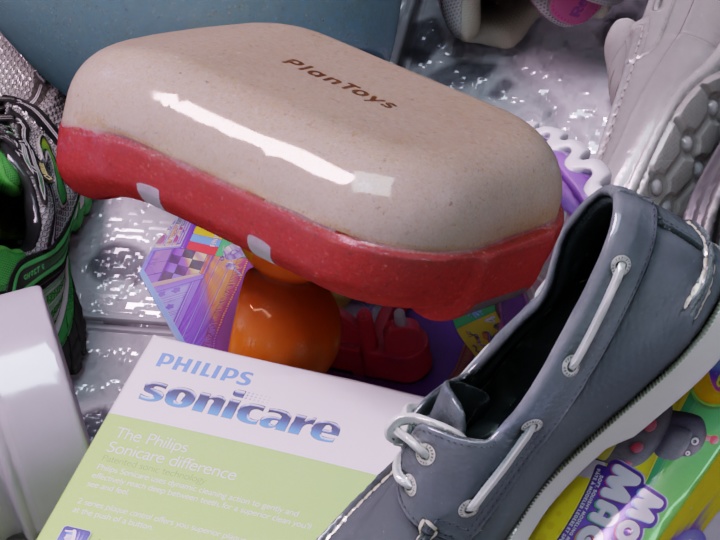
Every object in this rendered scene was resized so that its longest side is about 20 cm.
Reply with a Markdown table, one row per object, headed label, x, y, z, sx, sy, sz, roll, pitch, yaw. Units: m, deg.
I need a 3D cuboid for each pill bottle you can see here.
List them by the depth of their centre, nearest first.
| label | x | y | z | sx | sy | sz | roll | pitch | yaw |
| --- | --- | --- | --- | --- | --- | --- | --- | --- | --- |
| pill bottle | -0.204 | 0.079 | 1.024 | 0.199 | 0.114 | 0.114 | -16 | 46 | -6 |

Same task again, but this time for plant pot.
| label | x | y | z | sx | sy | sz | roll | pitch | yaw |
| --- | --- | --- | --- | --- | --- | --- | --- | --- | --- |
| plant pot | -0.058 | -0.124 | 1.159 | 0.200 | 0.200 | 0.135 | -25 | 73 | -13 |

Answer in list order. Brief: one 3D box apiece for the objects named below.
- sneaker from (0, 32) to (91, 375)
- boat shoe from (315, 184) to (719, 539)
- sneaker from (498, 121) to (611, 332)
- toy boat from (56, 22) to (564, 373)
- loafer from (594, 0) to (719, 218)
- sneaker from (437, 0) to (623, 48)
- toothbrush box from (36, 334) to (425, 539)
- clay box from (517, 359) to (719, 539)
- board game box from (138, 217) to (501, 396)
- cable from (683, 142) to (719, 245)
| label | x | y | z | sx | sy | sz | roll | pitch | yaw |
| --- | --- | --- | --- | --- | --- | --- | --- | --- | --- |
| sneaker | -0.153 | -0.039 | 1.147 | 0.078 | 0.085 | 0.200 | -11 | 45 | -2 |
| boat shoe | 0.036 | 0.051 | 0.875 | 0.200 | 0.062 | 0.073 | -44 | 31 | 11 |
| sneaker | 0.080 | 0.024 | 1.041 | 0.088 | 0.081 | 0.200 | -26 | 55 | -13 |
| toy boat | -0.027 | -0.014 | 1.025 | 0.200 | 0.131 | 0.130 | 25 | 24 | 29 |
| loafer | 0.136 | -0.080 | 1.154 | 0.070 | 0.070 | 0.200 | 4 | 45 | 33 |
| sneaker | 0.104 | -0.156 | 1.180 | 0.081 | 0.200 | 0.088 | 9 | 66 | -35 |
| toothbrush box | -0.044 | 0.134 | 0.963 | 0.145 | 0.086 | 0.200 | 11 | 51 | 19 |
| clay box | 0.116 | 0.080 | 0.918 | 0.048 | 0.115 | 0.200 | 33 | 84 | 33 |
| board game box | 0.000 | 0.000 | 1.113 | 0.158 | 0.039 | 0.200 | -23 | 48 | -12 |
| cable | 0.184 | -0.077 | 1.118 | 0.050 | 0.097 | 0.200 | 0 | 42 | 37 |
